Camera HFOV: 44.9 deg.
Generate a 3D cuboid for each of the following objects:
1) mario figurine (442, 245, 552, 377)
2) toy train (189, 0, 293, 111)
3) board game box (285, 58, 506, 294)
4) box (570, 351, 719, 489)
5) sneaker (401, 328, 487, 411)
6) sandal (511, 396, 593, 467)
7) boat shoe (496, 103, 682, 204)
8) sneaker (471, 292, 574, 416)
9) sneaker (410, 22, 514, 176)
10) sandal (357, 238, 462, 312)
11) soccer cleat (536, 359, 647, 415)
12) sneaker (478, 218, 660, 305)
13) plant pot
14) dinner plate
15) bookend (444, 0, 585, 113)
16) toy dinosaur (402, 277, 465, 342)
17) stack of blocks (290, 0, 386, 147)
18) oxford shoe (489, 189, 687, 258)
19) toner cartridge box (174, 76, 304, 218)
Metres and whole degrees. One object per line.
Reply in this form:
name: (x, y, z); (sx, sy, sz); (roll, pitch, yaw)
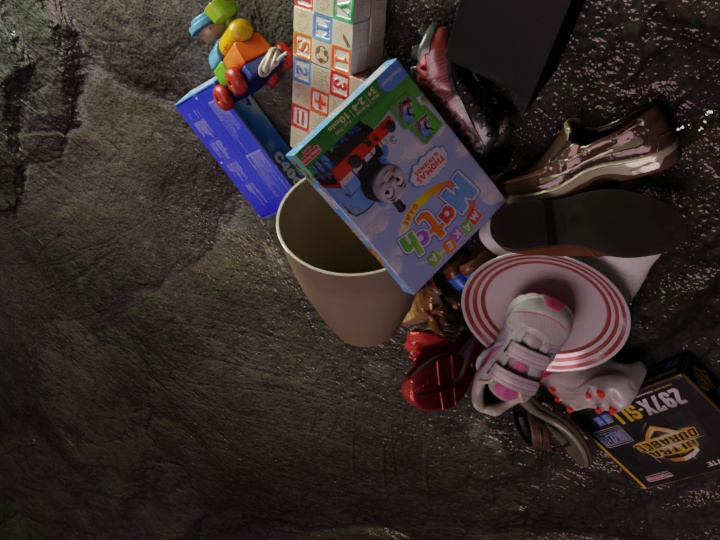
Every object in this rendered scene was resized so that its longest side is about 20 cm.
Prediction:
mario figurine: (0.199, 0.053, 1.152); (0.106, 0.123, 0.200); (-34, 101, 7)
toy train: (-0.138, -0.272, 1.017); (0.116, 0.085, 0.200); (59, 159, -6)
board game box: (0.042, -0.098, 0.929); (0.200, 0.151, 0.037); (48, 170, -19)
box: (0.405, 0.204, 1.155); (0.160, 0.049, 0.200); (44, 140, -7)
sneaker: (0.092, 0.134, 1.201); (0.115, 0.200, 0.078); (4, 103, 39)
sandal: (0.233, 0.205, 1.188); (0.201, 0.057, 0.080); (39, 174, -11)
boat shoe: (0.233, -0.129, 0.933); (0.202, 0.075, 0.075); (-15, 112, 31)
sneaker: (0.190, 0.108, 1.033); (0.081, 0.088, 0.200); (22, 136, 2)
sneaker: (0.118, -0.182, 0.960); (0.098, 0.071, 0.201); (7, 135, 32)
sandal: (0.064, -0.005, 1.206); (0.200, 0.045, 0.075); (27, 148, -12)
soccer cleat: (0.299, 0.150, 1.167); (0.069, 0.078, 0.200); (56, 157, -13)
sneaker: (0.246, -0.043, 1.012); (0.200, 0.074, 0.116); (22, 137, 3)
plant pot: (0.000, 0.000, 1.089); (0.187, 0.187, 0.200); (19, 143, 20)
dinner plate: (0.220, 0.048, 1.042); (0.200, 0.024, 0.200); (12, 134, 13)
bookend: (0.118, -0.290, 0.835); (0.199, 0.092, 0.200); (28, 142, 12)
toy dinosaur: (0.091, 0.055, 1.205); (0.106, 0.060, 0.200); (37, 149, 1)
stack of blocks: (-0.016, -0.220, 0.980); (0.115, 0.059, 0.200); (26, 129, 31)
oxford shoe: (0.243, -0.046, 0.937); (0.200, 0.071, 0.071); (2, 171, 15)
toner cartridge box: (-0.155, -0.170, 1.193); (0.095, 0.043, 0.200); (-15, 119, 43)
